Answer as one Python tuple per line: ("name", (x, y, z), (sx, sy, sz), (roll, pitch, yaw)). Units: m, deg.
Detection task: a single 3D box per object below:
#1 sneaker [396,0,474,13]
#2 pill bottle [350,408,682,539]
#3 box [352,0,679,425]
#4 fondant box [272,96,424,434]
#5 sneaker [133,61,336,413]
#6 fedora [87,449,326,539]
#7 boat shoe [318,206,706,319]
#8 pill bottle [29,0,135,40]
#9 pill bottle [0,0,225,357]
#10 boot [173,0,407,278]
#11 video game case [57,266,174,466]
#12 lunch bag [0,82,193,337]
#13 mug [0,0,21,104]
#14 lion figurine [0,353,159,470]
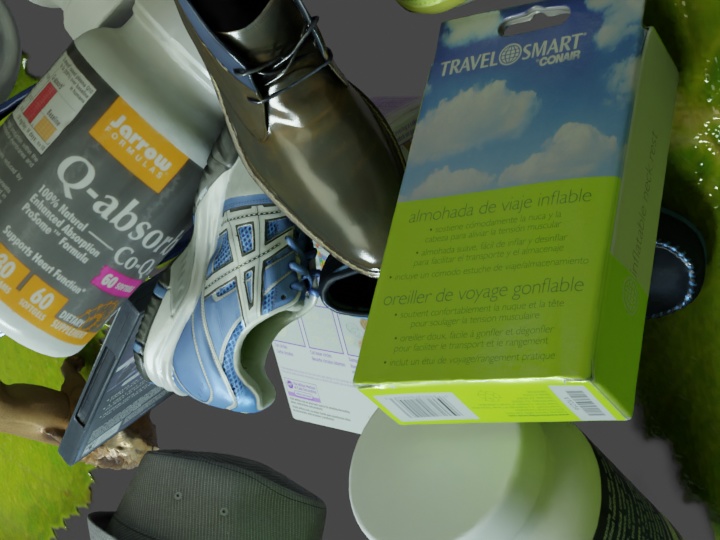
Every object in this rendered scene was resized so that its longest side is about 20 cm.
("sneaker", (0.047, -0.187, 0.644), (0.078, 0.090, 0.201), (47, 142, 11))
("pill bottle", (0.085, 0.136, 0.721), (0.115, 0.117, 0.200), (12, 157, 42))
("box", (0.075, -0.031, 0.656), (0.121, 0.202, 0.048), (-5, 149, 35))
("fondant box", (0.000, 0.000, 0.849), (0.143, 0.058, 0.202), (7, 121, 44))
("sneaker", (-0.049, -0.018, 0.764), (0.076, 0.076, 0.202), (26, 103, 19))
("fedora", (-0.094, 0.183, 1.025), (0.198, 0.177, 0.091), (18, 86, 18))
("boat shoe", (0.074, 0.012, 0.722), (0.197, 0.069, 0.085), (-7, 111, 24))
("pill bottle", (-0.180, -0.231, 0.844), (0.201, 0.115, 0.116), (53, 142, 6))
("pill bottle", (-0.140, -0.060, 0.795), (0.116, 0.116, 0.200), (44, 96, 16))
("boot", (-0.040, -0.084, 0.675), (0.201, 0.074, 0.097), (57, -175, 6))
("video game case", (-0.123, 0.042, 0.943), (0.019, 0.142, 0.201), (45, 140, 11))
("lunch bag", (-0.193, -0.055, 0.928), (0.198, 0.136, 0.134), (-24, 100, 15))
("mug", (-0.326, -0.128, 1.041), (0.174, 0.147, 0.203), (-6, 98, 44))
("lion figurine", (-0.263, 0.108, 1.138), (0.123, 0.197, 0.073), (-126, 49, -58))
